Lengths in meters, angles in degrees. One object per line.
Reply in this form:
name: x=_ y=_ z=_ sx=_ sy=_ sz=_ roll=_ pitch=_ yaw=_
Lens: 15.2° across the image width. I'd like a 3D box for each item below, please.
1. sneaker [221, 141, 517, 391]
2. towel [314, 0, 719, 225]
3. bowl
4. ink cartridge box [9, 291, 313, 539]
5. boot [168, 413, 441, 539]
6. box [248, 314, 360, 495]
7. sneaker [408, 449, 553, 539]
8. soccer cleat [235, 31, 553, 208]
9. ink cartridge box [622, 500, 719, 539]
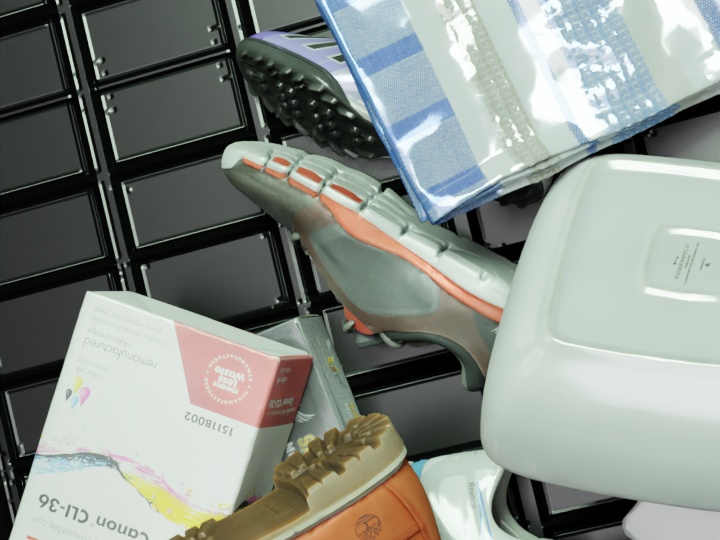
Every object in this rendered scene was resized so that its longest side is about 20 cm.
sneaker: x=0.000 y=0.000 z=1.459 sx=0.200 sy=0.077 sz=0.082 roll=31 pitch=106 yaw=15
towel: x=0.092 y=-0.126 z=1.387 sx=0.200 sy=0.024 sz=0.147 roll=-25 pitch=84 yaw=-1
bowl: x=0.167 y=0.018 z=1.351 sx=0.200 sy=0.075 sz=0.200 roll=8 pitch=50 yaw=15
ink cartridge box: x=-0.115 y=0.122 z=1.445 sx=0.116 sy=0.067 sz=0.200 roll=18 pitch=95 yaw=15
boot: x=-0.045 y=0.171 z=1.377 sx=0.200 sy=0.075 sz=0.107 roll=-31 pitch=108 yaw=-7
box: x=-0.062 y=0.144 z=1.490 sx=0.158 sy=0.048 sz=0.200 roll=-24 pitch=84 yaw=15
sneaker: x=0.080 y=0.187 z=1.438 sx=0.087 sy=0.075 sz=0.200 roll=-19 pitch=85 yaw=10
soccer cleat: x=0.026 y=-0.097 z=1.461 sx=0.200 sy=0.068 sz=0.073 roll=20 pitch=63 yaw=26
ink cartridge box: x=0.249 y=0.148 z=1.386 sx=0.200 sy=0.068 sz=0.115 roll=38 pitch=101 yaw=12
